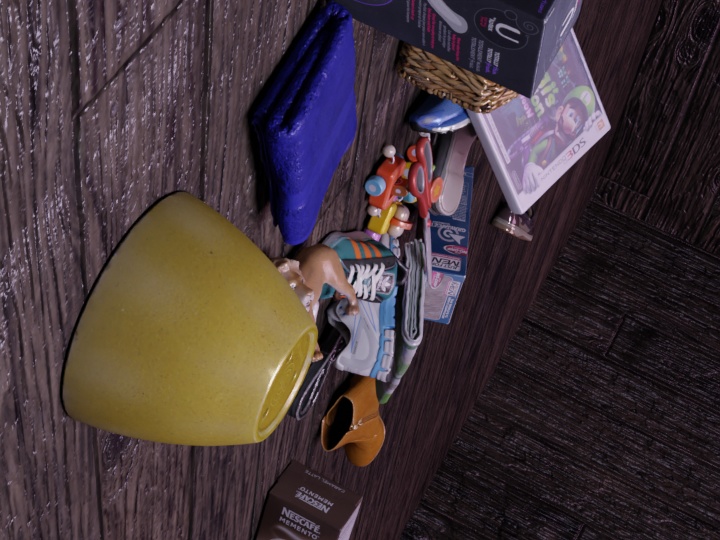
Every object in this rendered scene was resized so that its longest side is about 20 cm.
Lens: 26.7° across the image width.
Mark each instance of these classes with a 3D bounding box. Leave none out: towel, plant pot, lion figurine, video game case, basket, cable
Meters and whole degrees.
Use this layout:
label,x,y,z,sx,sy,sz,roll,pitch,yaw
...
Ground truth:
label,x,y,z,sx,sy,sz,roll,pitch,yaw
towel,0.046,0.067,1.931,0.200,0.031,0.150,114,-17,-60
plant pot,-0.118,0.058,1.191,0.200,0.142,0.200,-60,167,-23
lion figurine,-0.058,0.018,1.557,0.200,0.072,0.123,-61,144,-64
video game case,0.211,-0.199,1.827,0.182,0.023,0.200,-43,124,-24
basket,0.147,-0.285,1.629,0.200,0.142,0.149,-54,166,-41
towel,-0.048,-0.130,1.355,0.200,0.049,0.148,90,21,-63
cable,-0.026,0.100,1.904,0.097,0.050,0.200,98,19,-53

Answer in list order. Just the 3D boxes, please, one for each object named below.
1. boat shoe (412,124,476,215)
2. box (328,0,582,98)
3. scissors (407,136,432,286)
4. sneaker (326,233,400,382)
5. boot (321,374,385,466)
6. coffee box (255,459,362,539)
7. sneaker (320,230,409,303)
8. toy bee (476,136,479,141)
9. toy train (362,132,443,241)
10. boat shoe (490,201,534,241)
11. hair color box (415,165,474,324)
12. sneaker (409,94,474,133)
label,x,y,z,sx,sy,sz,roll,pitch,yaw
boat shoe,0.114,-0.169,1.961,0.067,0.057,0.201,27,78,-53
box,0.082,-0.252,1.274,0.106,0.200,0.122,-59,168,-21
scissors,0.081,-0.071,1.816,0.200,0.014,0.073,75,25,-46
sneaker,0.003,0.035,1.863,0.075,0.086,0.201,96,-1,-66
boot,-0.018,0.232,2.213,0.144,0.071,0.202,-38,149,-52
coffee box,-0.083,0.377,2.089,0.080,0.114,0.200,-48,159,-53
sneaker,0.000,0.000,1.732,0.072,0.080,0.200,-68,165,17
toy bee,0.210,-0.215,1.929,0.109,0.131,0.201,-14,105,-66
toy train,0.061,-0.109,1.840,0.200,0.056,0.151,-49,161,-51
boat shoe,0.299,-0.099,2.869,0.065,0.072,0.200,-61,163,9
hair color box,0.106,-0.040,2.006,0.100,0.060,0.200,105,-5,-48
sneaker,0.122,-0.240,1.812,0.200,0.078,0.089,-47,120,-21
